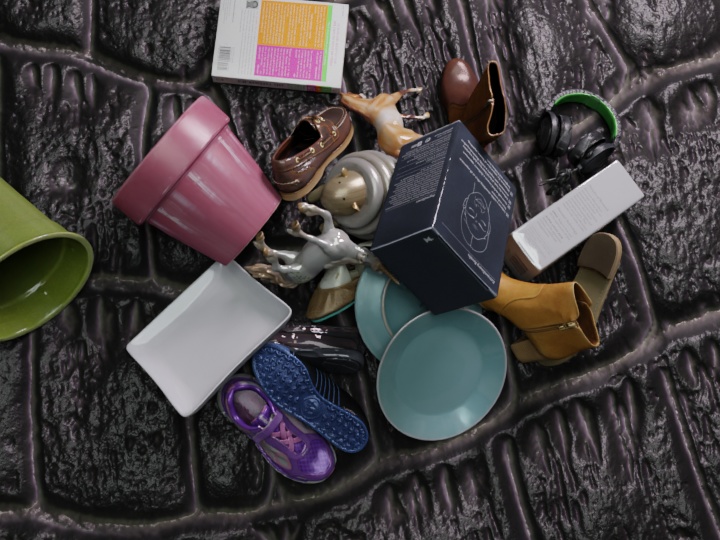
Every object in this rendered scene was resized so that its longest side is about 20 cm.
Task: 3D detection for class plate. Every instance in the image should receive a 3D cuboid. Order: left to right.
[{"bbox_3d":[-0.208,0.090,1.283,0.200,0.032,0.199,-45,43,-11],"label":"plate"},{"bbox_3d":[0.089,0.048,1.320,0.198,0.026,0.202,0,90,-20],"label":"plate"},{"bbox_3d":[0.113,0.143,1.304,0.198,0.026,0.202,-6,109,-18],"label":"plate"}]

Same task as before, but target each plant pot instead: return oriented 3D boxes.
[{"bbox_3d":[-0.506,-0.038,1.273,0.200,0.200,0.190,-41,71,-11],"label":"plant pot"},{"bbox_3d":[-0.217,-0.113,1.301,0.179,0.200,0.201,40,78,-10],"label":"plant pot"}]

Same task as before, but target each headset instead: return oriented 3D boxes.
[{"bbox_3d":[0.324,-0.196,1.391,0.123,0.094,0.201,28,66,3],"label":"headset"}]

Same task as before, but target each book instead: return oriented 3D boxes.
[{"bbox_3d":[-0.122,-0.348,1.424,0.198,0.048,0.135,6,80,-1],"label":"book"}]

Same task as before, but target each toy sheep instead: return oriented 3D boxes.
[{"bbox_3d":[0.012,-0.107,1.323,0.137,0.199,0.139,6,100,33],"label":"toy sheep"}]

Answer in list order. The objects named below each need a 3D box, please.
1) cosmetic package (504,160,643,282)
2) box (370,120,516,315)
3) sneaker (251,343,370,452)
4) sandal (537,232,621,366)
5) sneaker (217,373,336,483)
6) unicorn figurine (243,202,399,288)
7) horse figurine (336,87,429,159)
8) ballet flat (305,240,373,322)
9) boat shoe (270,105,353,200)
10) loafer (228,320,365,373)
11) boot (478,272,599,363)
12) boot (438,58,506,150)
[{"bbox_3d":[0.306,-0.070,1.360,0.199,0.102,0.074,-36,83,-11],"label":"cosmetic package"},{"bbox_3d":[0.117,-0.070,1.242,0.148,0.106,0.201,44,45,-30],"label":"box"},{"bbox_3d":[-0.068,0.174,1.286,0.200,0.078,0.070,43,94,-2],"label":"sneaker"},{"bbox_3d":[0.330,0.047,1.349,0.077,0.069,0.213,33,107,34],"label":"sandal"},{"bbox_3d":[-0.119,0.219,1.277,0.200,0.089,0.081,40,77,4],"label":"sneaker"},{"bbox_3d":[-0.056,-0.025,1.266,0.137,0.199,0.074,37,53,-32],"label":"unicorn figurine"},{"bbox_3d":[0.060,-0.212,1.378,0.131,0.050,0.201,-7,53,-24],"label":"horse figurine"},{"bbox_3d":[0.000,0.000,1.336,0.199,0.068,0.073,-26,115,-9],"label":"ballet flat"},{"bbox_3d":[-0.068,-0.187,1.337,0.070,0.071,0.201,-1,40,27],"label":"boat shoe"},{"bbox_3d":[-0.091,0.102,1.321,0.198,0.072,0.063,8,58,-2],"label":"loafer"},{"bbox_3d":[0.243,0.033,1.298,0.071,0.144,0.202,-36,96,-43],"label":"boot"},{"bbox_3d":[0.160,-0.253,1.339,0.068,0.200,0.190,3,77,-3],"label":"boot"}]
